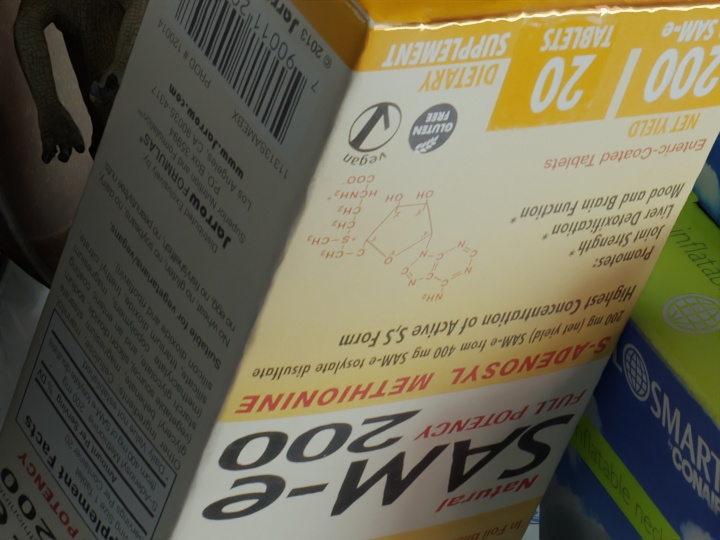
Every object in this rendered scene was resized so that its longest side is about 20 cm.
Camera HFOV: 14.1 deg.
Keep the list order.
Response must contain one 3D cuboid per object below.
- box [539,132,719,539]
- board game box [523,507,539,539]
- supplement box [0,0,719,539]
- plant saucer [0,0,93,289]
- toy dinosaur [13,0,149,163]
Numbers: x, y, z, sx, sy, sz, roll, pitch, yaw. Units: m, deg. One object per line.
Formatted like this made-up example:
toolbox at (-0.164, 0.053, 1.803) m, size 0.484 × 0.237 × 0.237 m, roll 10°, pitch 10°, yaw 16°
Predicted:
box at (0.091, 0.072, 0.754) m, size 0.122 × 0.047 × 0.201 m, roll -127°, pitch -152°, yaw -50°
board game box at (0.053, 0.044, 0.902) m, size 0.199 × 0.199 × 0.044 m, roll 62°, pitch 36°, yaw -57°
supplement box at (0.000, 0.000, 0.692) m, size 0.125 × 0.074 × 0.201 m, roll -8°, pitch 134°, yaw -38°
plant saucer at (-0.077, -0.090, 0.767) m, size 0.200 × 0.034 × 0.202 m, roll 2°, pitch 90°, yaw -72°
toy dinosaur at (-0.062, -0.100, 0.697) m, size 0.101 × 0.058 × 0.201 m, roll -73°, pitch 169°, yaw -72°
